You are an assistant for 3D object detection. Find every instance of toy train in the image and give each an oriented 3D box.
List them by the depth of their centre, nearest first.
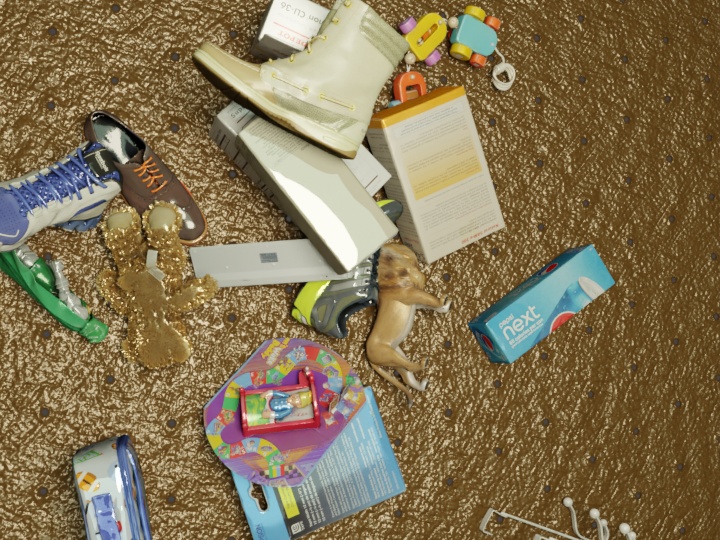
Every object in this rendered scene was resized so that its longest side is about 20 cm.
[{"bbox_3d":[0.112,-0.282,1.140,0.200,0.056,0.151,-21,107,-21],"label":"toy train"}]

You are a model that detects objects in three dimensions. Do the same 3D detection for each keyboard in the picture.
[{"bbox_3d":[-0.111,-0.009,1.016,0.200,0.011,0.056,-4,111,10],"label":"keyboard"}]

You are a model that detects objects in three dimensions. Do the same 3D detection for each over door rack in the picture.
[{"bbox_3d":[0.282,0.346,1.090,0.200,0.148,0.067,12,85,-16],"label":"over door rack"}]

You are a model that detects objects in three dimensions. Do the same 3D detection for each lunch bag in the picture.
[{"bbox_3d":[-0.271,0.291,0.924,0.075,0.160,0.200,-12,89,-17],"label":"lunch bag"}]

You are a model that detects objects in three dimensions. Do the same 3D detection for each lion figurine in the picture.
[{"bbox_3d":[0.046,0.068,1.080,0.122,0.072,0.200,17,87,19],"label":"lion figurine"}]

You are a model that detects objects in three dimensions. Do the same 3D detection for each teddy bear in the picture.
[{"bbox_3d":[-0.249,0.015,0.994,0.145,0.067,0.200,-25,95,-1],"label":"teddy bear"}]

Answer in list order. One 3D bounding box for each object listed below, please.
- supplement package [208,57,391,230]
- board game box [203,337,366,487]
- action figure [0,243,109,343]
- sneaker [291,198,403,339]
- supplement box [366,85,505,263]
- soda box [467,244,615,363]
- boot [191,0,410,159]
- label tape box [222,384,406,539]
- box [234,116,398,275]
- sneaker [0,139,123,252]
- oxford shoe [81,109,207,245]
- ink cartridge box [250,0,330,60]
[{"bbox_3d":[-0.079,-0.146,1.039,0.200,0.110,0.114,46,76,-9],"label":"supplement package"},{"bbox_3d":[-0.093,0.157,0.997,0.158,0.039,0.200,32,58,18],"label":"board game box"},{"bbox_3d":[-0.369,0.010,0.956,0.055,0.118,0.200,-47,108,-23],"label":"action figure"},{"bbox_3d":[0.000,0.000,1.047,0.081,0.074,0.200,36,96,21],"label":"sneaker"},{"bbox_3d":[0.097,-0.127,1.087,0.126,0.074,0.200,-24,108,-17],"label":"supplement box"},{"bbox_3d":[0.252,0.046,1.148,0.200,0.064,0.068,-34,96,-15],"label":"soda box"},{"bbox_3d":[-0.060,-0.228,0.873,0.200,0.072,0.155,28,90,-15],"label":"boot"},{"bbox_3d":[-0.061,0.245,1.041,0.200,0.066,0.144,-19,91,-14],"label":"label tape box"},{"bbox_3d":[-0.052,-0.095,0.947,0.082,0.068,0.200,-38,95,-13],"label":"box"},{"bbox_3d":[-0.333,-0.093,0.905,0.115,0.199,0.081,-37,86,26],"label":"sneaker"},{"bbox_3d":[-0.263,-0.110,1.001,0.200,0.073,0.071,45,75,-9],"label":"oxford shoe"},{"bbox_3d":[-0.064,-0.281,1.002,0.116,0.200,0.068,20,95,-14],"label":"ink cartridge box"}]
